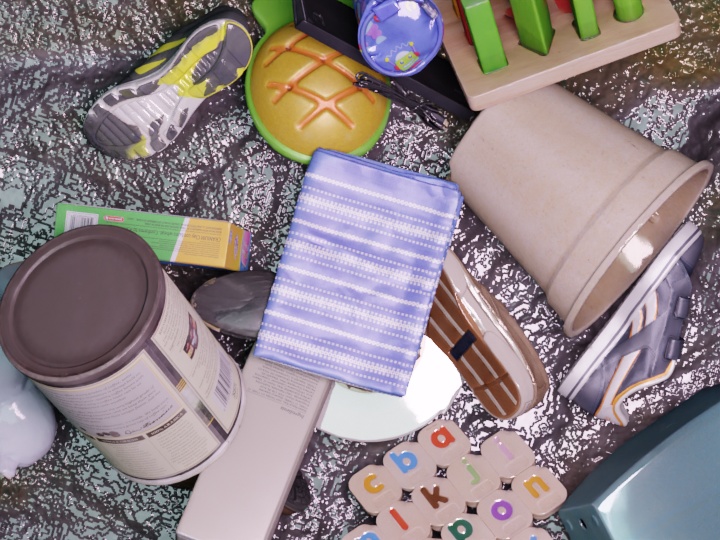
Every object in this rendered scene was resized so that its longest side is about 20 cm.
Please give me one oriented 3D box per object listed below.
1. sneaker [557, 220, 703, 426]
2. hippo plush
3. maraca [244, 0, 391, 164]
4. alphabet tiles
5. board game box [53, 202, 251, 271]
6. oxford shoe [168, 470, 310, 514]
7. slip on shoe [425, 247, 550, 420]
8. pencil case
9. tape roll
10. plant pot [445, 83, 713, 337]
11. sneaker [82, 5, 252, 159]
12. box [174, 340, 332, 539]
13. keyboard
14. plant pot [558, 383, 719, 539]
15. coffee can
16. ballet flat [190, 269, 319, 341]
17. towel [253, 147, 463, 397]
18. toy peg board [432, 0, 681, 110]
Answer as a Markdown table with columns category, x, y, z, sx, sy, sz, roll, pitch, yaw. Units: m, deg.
| category | x | y | z | sx | sy | sz | roll | pitch | yaw |
| --- | --- | --- | --- | --- | --- | --- | --- | --- | --- |
| sneaker | 0.271 | 0.053 | 1.700 | 0.079 | 0.078 | 0.200 | 36 | 101 | 8 |
| hippo plush | -0.326 | 0.094 | 1.706 | 0.199 | 0.159 | 0.162 | 1 | 119 | 22 |
| maraca | -0.041 | -0.187 | 1.709 | 0.136 | 0.107 | 0.201 | 0 | 64 | -12 |
| alphabet tiles | 0.086 | 0.230 | 1.672 | 0.200 | 0.015 | 0.196 | -32 | 54 | -13 |
| board game box | -0.183 | -0.028 | 1.657 | 0.152 | 0.200 | 0.041 | 7 | 89 | 3 |
| oxford shoe | -0.139 | 0.177 | 1.724 | 0.199 | 0.073 | 0.085 | 32 | 115 | -1 |
| slip on shoe | 0.103 | 0.042 | 1.682 | 0.200 | 0.060 | 0.076 | 53 | 135 | 14 |
| pencil case | 0.024 | -0.258 | 1.660 | 0.078 | 0.200 | 0.087 | -22 | 127 | 8 |
| tape roll | 0.009 | 0.062 | 1.729 | 0.202 | 0.037 | 0.204 | 0 | 87 | 2 |
| plant pot | 0.186 | -0.075 | 1.664 | 0.183 | 0.200 | 0.201 | 42 | 90 | 14 |
| sneaker | -0.175 | -0.176 | 1.730 | 0.199 | 0.085 | 0.075 | -31 | 111 | 21 |
| box | -0.094 | 0.168 | 1.642 | 0.082 | 0.068 | 0.201 | 22 | 67 | 3 |
| keyboard | 0.023 | -0.185 | 1.665 | 0.199 | 0.127 | 0.021 | 25 | 123 | -28 |
| plant pot | 0.289 | 0.203 | 1.631 | 0.199 | 0.141 | 0.142 | -26 | 87 | -19 |
| coffee can | -0.199 | 0.076 | 1.559 | 0.146 | 0.200 | 0.147 | -10 | 56 | 15 |
| ballet flat | -0.055 | 0.035 | 1.665 | 0.199 | 0.057 | 0.067 | 0 | 79 | -10 |
| towel | 0.000 | 0.000 | 1.632 | 0.144 | 0.024 | 0.201 | 16 | 80 | 0 |
| toy peg board | 0.157 | -0.271 | 1.651 | 0.199 | 0.098 | 0.200 | -20 | 46 | 1 |
